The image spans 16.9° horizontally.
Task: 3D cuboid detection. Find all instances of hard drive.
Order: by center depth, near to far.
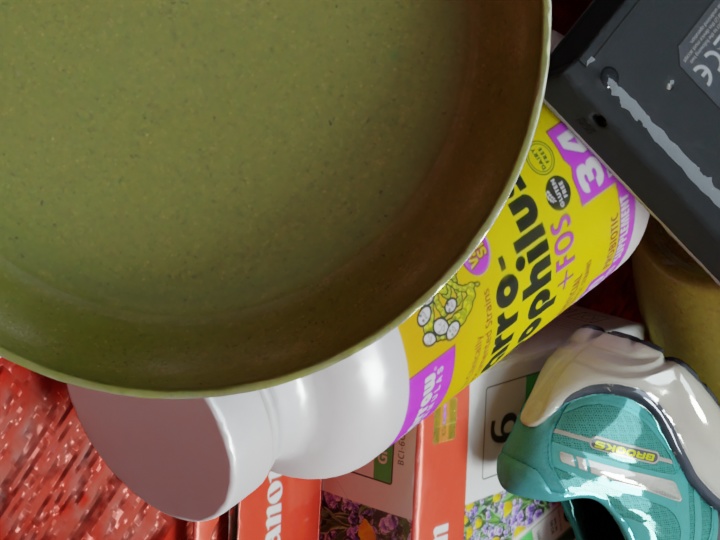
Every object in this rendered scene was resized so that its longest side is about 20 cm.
[{"bbox_3d":[0.168,-0.043,0.821,0.200,0.033,0.140,45,67,-13],"label":"hard drive"}]

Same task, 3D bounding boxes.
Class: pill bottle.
[{"bbox_3d":[0.000,0.000,0.794,0.200,0.104,0.104,-36,126,-37],"label":"pill bottle"}]

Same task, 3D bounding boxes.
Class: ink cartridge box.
[{"bbox_3d":[0.025,0.082,0.885,0.200,0.050,0.109,-13,111,-48],"label":"ink cartridge box"}]

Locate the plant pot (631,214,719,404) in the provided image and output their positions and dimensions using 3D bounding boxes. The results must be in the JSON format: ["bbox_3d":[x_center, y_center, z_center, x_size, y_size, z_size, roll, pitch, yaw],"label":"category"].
[{"bbox_3d":[0.184,-0.006,0.930,0.142,0.200,0.200,38,73,-43],"label":"plant pot"}]

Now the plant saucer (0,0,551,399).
[{"bbox_3d":[-0.050,-0.066,0.653,0.031,0.200,0.200,-104,-157,-83],"label":"plant saucer"}]

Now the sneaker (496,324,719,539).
[{"bbox_3d":[0.114,0.102,0.911,0.080,0.077,0.200,-52,125,-14],"label":"sneaker"}]

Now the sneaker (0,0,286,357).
[{"bbox_3d":[-0.071,-0.058,0.700,0.078,0.099,0.200,41,70,-46],"label":"sneaker"}]
